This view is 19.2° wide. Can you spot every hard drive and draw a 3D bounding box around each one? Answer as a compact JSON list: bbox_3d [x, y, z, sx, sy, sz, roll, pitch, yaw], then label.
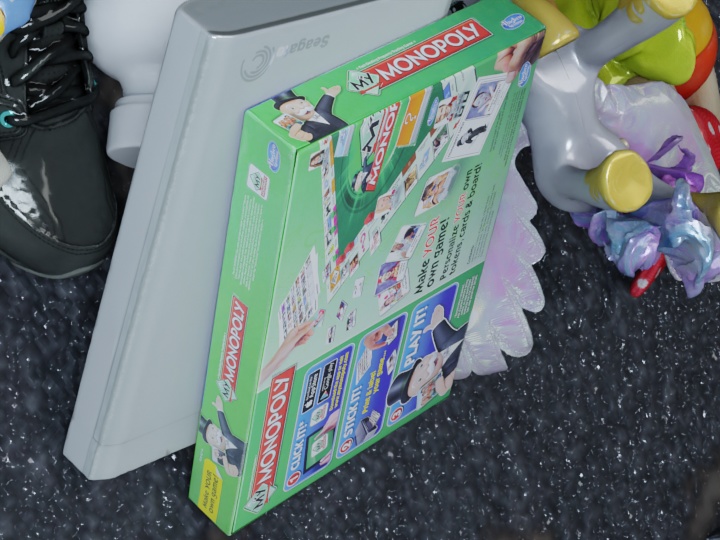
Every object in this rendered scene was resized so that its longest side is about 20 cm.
[{"bbox_3d":[-0.039,-0.020,0.810,0.026,0.201,0.131,39,38,27],"label":"hard drive"}]

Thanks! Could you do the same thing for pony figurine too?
[{"bbox_3d":[0.092,-0.052,0.908,0.166,0.200,0.194,-25,107,-15],"label":"pony figurine"}]

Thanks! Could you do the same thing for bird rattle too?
[{"bbox_3d":[0.154,-0.096,1.060,0.200,0.112,0.164,47,36,-30],"label":"bird rattle"}]

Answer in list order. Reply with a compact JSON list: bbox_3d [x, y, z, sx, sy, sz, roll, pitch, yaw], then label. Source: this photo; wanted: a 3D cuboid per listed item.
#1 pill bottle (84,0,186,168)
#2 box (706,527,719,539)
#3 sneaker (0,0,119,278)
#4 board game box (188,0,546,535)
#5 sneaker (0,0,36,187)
[{"bbox_3d":[-0.054,-0.140,0.848,0.110,0.110,0.202,13,81,-41],"label":"pill bottle"},{"bbox_3d":[0.309,0.196,1.065,0.123,0.199,0.200,-26,98,-44],"label":"box"},{"bbox_3d":[-0.136,-0.091,0.790,0.075,0.079,0.201,-33,105,-43],"label":"sneaker"},{"bbox_3d":[0.000,0.000,0.833,0.134,0.029,0.201,-28,145,-37],"label":"board game box"},{"bbox_3d":[-0.148,-0.121,0.717,0.075,0.089,0.201,-51,153,-53],"label":"sneaker"}]
